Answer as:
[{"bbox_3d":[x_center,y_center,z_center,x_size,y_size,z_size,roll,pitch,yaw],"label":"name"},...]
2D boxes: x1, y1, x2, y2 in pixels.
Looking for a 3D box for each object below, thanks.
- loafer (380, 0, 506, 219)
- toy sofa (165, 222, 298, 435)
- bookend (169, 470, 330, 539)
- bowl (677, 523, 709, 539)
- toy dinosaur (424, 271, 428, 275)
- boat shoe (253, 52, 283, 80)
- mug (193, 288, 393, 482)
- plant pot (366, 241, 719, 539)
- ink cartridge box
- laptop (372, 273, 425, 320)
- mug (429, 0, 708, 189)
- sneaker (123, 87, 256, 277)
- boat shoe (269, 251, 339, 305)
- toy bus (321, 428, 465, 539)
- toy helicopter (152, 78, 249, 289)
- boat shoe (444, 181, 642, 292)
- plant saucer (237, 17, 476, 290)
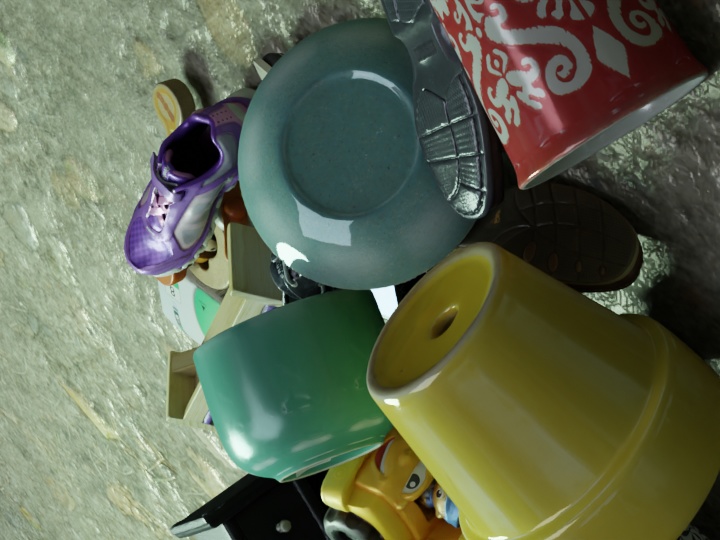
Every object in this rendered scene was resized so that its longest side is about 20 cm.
[{"bbox_3d":[0.069,-0.139,1.123,0.072,0.063,0.202,-8,102,56],"label":"loafer"},{"bbox_3d":[-0.102,0.058,1.475,0.083,0.097,0.201,-95,26,-43],"label":"toy sofa"},{"bbox_3d":[-0.037,0.265,1.526,0.200,0.199,0.092,59,150,-1],"label":"bookend"},{"bbox_3d":[0.172,0.222,1.195,0.200,0.200,0.095,-29,86,59],"label":"bowl"},{"bbox_3d":[0.103,0.084,1.280,0.201,0.104,0.183,95,153,-60],"label":"toy dinosaur"},{"bbox_3d":[-0.013,-0.127,1.287,0.200,0.063,0.073,40,165,44],"label":"boat shoe"},{"bbox_3d":[-0.032,0.094,1.277,0.151,0.184,0.115,-29,76,36],"label":"mug"},{"bbox_3d":[0.113,0.088,1.097,0.189,0.202,0.200,41,154,-20],"label":"plant pot"},{"bbox_3d":[-0.135,0.087,1.661,0.160,0.050,0.202,32,139,37],"label":"ink cartridge box"},{"bbox_3d":[0.000,0.000,1.328,0.102,0.201,0.179,-6,121,10],"label":"laptop"},{"bbox_3d":[0.096,-0.163,1.027,0.201,0.133,0.177,60,148,4],"label":"mug"},{"bbox_3d":[-0.155,-0.075,1.426,0.081,0.088,0.201,46,116,14],"label":"sneaker"},{"bbox_3d":[-0.039,-0.008,1.303,0.200,0.067,0.072,96,153,-63],"label":"boat shoe"},{"bbox_3d":[0.088,0.213,1.341,0.191,0.136,0.201,10,143,44],"label":"toy bus"},{"bbox_3d":[-0.149,-0.077,1.511,0.132,0.078,0.202,12,121,52],"label":"toy helicopter"},{"bbox_3d":[0.123,-0.019,1.185,0.199,0.073,0.068,11,159,41],"label":"boat shoe"},{"bbox_3d":[-0.002,-0.088,1.186,0.201,0.201,0.039,48,-173,16],"label":"plant saucer"}]
